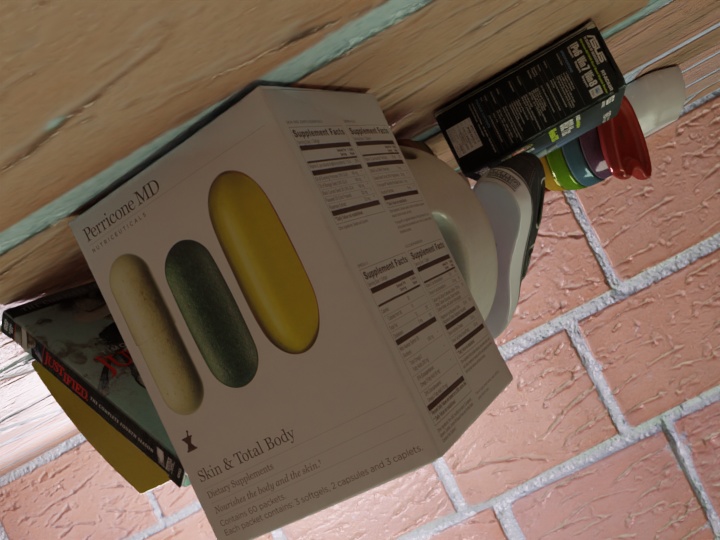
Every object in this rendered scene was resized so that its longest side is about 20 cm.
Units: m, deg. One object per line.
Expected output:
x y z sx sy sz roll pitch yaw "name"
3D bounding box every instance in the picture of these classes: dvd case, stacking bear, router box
-0.139 0.063 0.640 0.145 0.198 0.022 -22 134 -49 "dvd case"
0.259 -0.149 1.167 0.198 0.116 0.120 -16 174 37 "stacking bear"
0.158 -0.142 0.808 0.148 0.063 0.200 -29 176 14 "router box"

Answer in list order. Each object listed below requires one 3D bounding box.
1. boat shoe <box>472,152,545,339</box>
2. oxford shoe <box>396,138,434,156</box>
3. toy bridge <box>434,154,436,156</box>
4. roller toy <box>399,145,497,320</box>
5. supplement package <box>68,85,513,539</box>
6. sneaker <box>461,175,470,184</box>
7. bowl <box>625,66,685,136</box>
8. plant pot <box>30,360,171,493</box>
0.121 -0.019 0.777 0.066 0.069 0.202 -41 148 -33 "boat shoe"
0.051 -0.067 0.832 0.074 0.072 0.201 -18 162 -14 "oxford shoe"
0.057 -0.099 0.959 0.066 0.028 0.200 -29 176 10 "toy bridge"
0.000 0.000 0.684 0.139 0.200 0.184 -23 152 -54 "roller toy"
-0.034 0.021 0.524 0.150 0.203 0.150 -28 177 25 "supplement package"
0.126 -0.085 1.257 0.071 0.081 0.199 -28 177 26 "sneaker"
0.409 -0.233 1.389 0.198 0.076 0.199 -28 176 37 "bowl"
-0.189 0.115 0.945 0.199 0.179 0.199 -29 177 38 "plant pot"
